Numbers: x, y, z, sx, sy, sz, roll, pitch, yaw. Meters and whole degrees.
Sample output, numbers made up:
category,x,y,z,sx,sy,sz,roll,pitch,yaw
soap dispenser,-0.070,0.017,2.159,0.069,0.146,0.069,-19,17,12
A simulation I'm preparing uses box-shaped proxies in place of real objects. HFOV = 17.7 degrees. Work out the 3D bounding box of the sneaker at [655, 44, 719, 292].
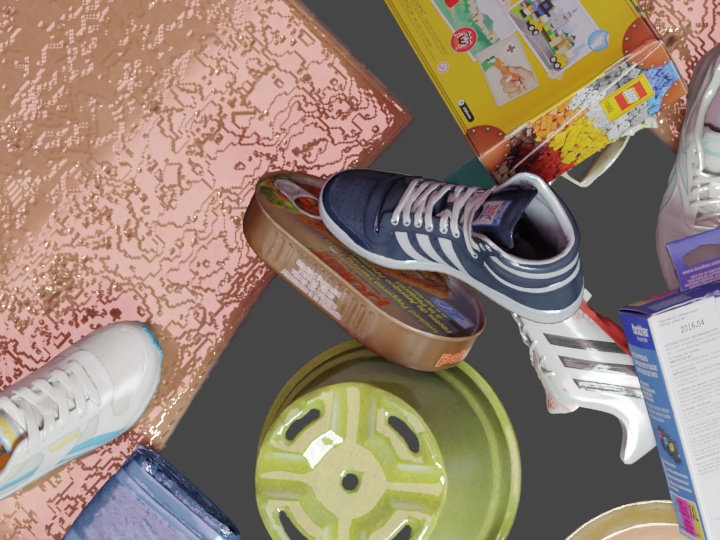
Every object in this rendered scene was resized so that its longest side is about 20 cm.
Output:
category,x,y,z,sx,sy,sz,roll,pitch,yaw
sneaker,0.248,-0.066,1.636,0.070,0.080,0.202,6,90,7

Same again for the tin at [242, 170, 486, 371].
category,x,y,z,sx,sy,sz,roll,pitch,yaw
tin,0.000,0.000,1.645,0.200,0.112,0.042,40,116,23

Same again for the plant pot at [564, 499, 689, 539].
category,x,y,z,sx,sy,sz,roll,pitch,yaw
plant pot,0.216,0.265,1.652,0.198,0.027,0.202,-1,87,9

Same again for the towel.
category,x,y,z,sx,sy,sz,roll,pitch,yaw
towel,-0.184,0.238,1.706,0.111,0.049,0.200,40,93,9

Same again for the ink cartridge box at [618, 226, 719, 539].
category,x,y,z,sx,sy,sz,roll,pitch,yaw
ink cartridge box,0.265,0.072,1.594,0.135,0.076,0.202,-17,98,-11

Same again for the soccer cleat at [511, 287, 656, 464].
category,x,y,z,sx,sy,sz,roll,pitch,yaw
soccer cleat,0.145,0.054,1.650,0.200,0.069,0.085,39,92,1

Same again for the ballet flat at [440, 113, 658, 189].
category,x,y,z,sx,sy,sz,roll,pitch,yaw
ballet flat,0.134,-0.075,1.663,0.199,0.076,0.064,-37,116,11

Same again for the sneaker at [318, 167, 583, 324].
category,x,y,z,sx,sy,sz,roll,pitch,yaw
sneaker,0.063,-0.036,1.577,0.199,0.109,0.070,23,70,11

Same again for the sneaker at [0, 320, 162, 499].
category,x,y,z,sx,sy,sz,roll,pitch,yaw
sneaker,-0.231,0.109,1.703,0.199,0.081,0.077,-37,81,4

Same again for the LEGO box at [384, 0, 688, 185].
category,x,y,z,sx,sy,sz,roll,pitch,yaw
LEGO box,0.114,-0.174,1.626,0.148,0.077,0.201,-32,58,7

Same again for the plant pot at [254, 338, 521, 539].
category,x,y,z,sx,sy,sz,roll,pitch,yaw
plant pot,0.007,0.143,1.611,0.198,0.184,0.202,-1,87,9
